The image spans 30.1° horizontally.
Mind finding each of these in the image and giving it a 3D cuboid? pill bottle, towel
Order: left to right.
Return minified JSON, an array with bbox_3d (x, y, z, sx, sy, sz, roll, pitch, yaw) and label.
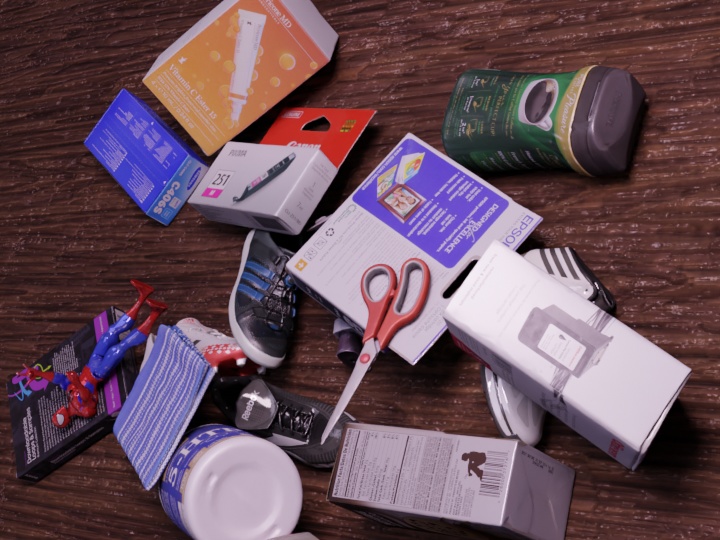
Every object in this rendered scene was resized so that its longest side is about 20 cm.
[{"bbox_3d":[-0.217,0.140,1.444,0.146,0.024,0.200,-63,22,0],"label":"towel"},{"bbox_3d":[-0.143,0.220,1.373,0.121,0.119,0.200,-68,19,-9],"label":"pill bottle"}]

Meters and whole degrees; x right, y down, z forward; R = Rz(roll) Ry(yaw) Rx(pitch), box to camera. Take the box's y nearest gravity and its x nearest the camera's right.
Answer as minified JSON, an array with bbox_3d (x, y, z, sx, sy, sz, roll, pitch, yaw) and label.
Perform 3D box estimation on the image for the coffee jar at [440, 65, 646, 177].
[{"bbox_3d":[0.184,-0.150,1.345,0.199,0.085,0.105,6,70,41],"label":"coffee jar"}]

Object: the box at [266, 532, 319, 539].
[{"bbox_3d":[-0.084,0.363,1.272,0.109,0.128,0.201,36,93,18],"label":"box"}]

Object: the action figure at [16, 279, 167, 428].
[{"bbox_3d":[-0.323,0.100,1.579,0.201,0.099,0.065,-56,47,11],"label":"action figure"}]

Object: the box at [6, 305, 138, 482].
[{"bbox_3d":[-0.359,0.156,1.672,0.199,0.036,0.144,-33,52,21],"label":"box"}]

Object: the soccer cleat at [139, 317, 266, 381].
[{"bbox_3d":[-0.179,0.091,1.538,0.199,0.068,0.086,-17,64,37],"label":"soccer cleat"}]

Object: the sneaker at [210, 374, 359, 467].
[{"bbox_3d":[-0.087,0.155,1.415,0.199,0.090,0.067,16,80,42],"label":"sneaker"}]

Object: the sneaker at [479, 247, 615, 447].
[{"bbox_3d":[0.179,0.064,1.256,0.114,0.075,0.203,-17,57,34],"label":"sneaker"}]

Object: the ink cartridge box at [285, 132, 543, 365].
[{"bbox_3d":[0.055,-0.018,1.350,0.198,0.043,0.199,-47,53,-10],"label":"ink cartridge box"}]

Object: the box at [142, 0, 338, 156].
[{"bbox_3d":[-0.143,-0.255,1.611,0.199,0.125,0.098,-35,19,21],"label":"box"}]

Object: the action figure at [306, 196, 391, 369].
[{"bbox_3d":[0.000,0.000,1.439,0.129,0.069,0.202,-27,51,35],"label":"action figure"}]

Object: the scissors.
[{"bbox_3d":[0.015,0.075,1.274,0.072,0.014,0.202,3,61,24],"label":"scissors"}]

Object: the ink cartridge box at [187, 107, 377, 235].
[{"bbox_3d":[-0.092,-0.129,1.537,0.199,0.044,0.175,11,65,53],"label":"ink cartridge box"}]

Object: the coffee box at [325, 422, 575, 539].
[{"bbox_3d":[0.082,0.200,1.244,0.198,0.113,0.081,0,69,39],"label":"coffee box"}]

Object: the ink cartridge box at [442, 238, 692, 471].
[{"bbox_3d":[0.177,0.075,1.154,0.199,0.145,0.084,35,83,14],"label":"ink cartridge box"}]

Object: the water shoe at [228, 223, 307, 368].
[{"bbox_3d":[-0.097,0.012,1.477,0.079,0.071,0.202,-43,36,37],"label":"water shoe"}]

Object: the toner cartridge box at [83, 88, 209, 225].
[{"bbox_3d":[-0.281,-0.150,1.747,0.095,0.043,0.200,-53,47,8],"label":"toner cartridge box"}]
